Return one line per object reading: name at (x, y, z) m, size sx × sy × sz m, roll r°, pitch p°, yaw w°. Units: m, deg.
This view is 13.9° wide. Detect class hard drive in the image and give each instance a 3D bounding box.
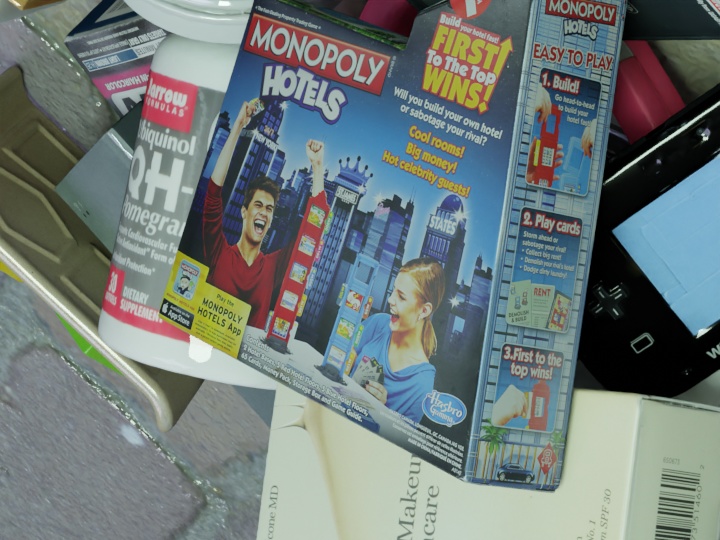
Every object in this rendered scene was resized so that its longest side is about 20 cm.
hard drive at (-0.071, 0.009, 1.545) m, size 0.200 × 0.033 × 0.140 m, roll 48°, pitch 160°, yaw -4°

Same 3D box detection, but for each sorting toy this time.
sorting toy at (-0.155, -0.011, 1.619) m, size 0.036 × 0.185 × 0.200 m, roll -40°, pitch 96°, yaw 18°

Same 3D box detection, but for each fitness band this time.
fitness band at (0.076, -0.058, 1.338) m, size 0.143 × 0.037 × 0.201 m, roll -37°, pitch 81°, yaw 36°

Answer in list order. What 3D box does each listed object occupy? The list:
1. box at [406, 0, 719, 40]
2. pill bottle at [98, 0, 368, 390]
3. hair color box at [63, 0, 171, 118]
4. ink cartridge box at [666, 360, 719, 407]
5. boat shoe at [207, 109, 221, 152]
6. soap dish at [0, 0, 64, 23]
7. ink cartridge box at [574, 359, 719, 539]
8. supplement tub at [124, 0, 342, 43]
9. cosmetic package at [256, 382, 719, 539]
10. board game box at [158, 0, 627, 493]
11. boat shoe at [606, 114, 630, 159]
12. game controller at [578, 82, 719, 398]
box at (0.066, -0.149, 1.182) m, size 0.158 × 0.046 × 0.200 m, roll 2°, pitch 162°, yaw 29°
pill bottle at (-0.054, -0.052, 1.413) m, size 0.110 × 0.110 × 0.201 m, roll 17°, pitch 98°, yaw 36°
hair color box at (-0.054, -0.065, 1.528) m, size 0.200 × 0.061 × 0.100 m, roll 53°, pitch 149°, yaw -19°
ink cartridge box at (0.231, 0.045, 1.274) m, size 0.199 × 0.116 × 0.068 m, roll 27°, pitch 175°, yaw 25°
boat shoe at (0.000, 0.000, 1.351) m, size 0.070 × 0.071 × 0.200 m, roll 27°, pitch 152°, yaw 50°
soap dish at (-0.183, -0.196, 1.406) m, size 0.157 × 0.081 × 0.200 m, roll 44°, pitch -169°, yaw -1°
ink cartridge box at (0.073, 0.138, 1.346) m, size 0.199 × 0.084 × 0.145 m, roll -25°, pitch 69°, yaw 38°
supplement tub at (-0.055, -0.208, 1.263) m, size 0.144 × 0.145 × 0.200 m, roll 30°, pitch 148°, yaw 19°
cosmetic package at (0.054, 0.098, 1.263) m, size 0.199 × 0.104 × 0.073 m, roll 2°, pitch 174°, yaw 41°
board game box at (0.025, -0.039, 1.221) m, size 0.062 × 0.201 × 0.200 m, roll 10°, pitch -168°, yaw -46°
boat shoe at (0.156, 0.003, 1.367) m, size 0.200 × 0.066 × 0.070 m, roll 44°, pitch 150°, yaw -4°
game controller at (0.165, -0.028, 1.234) m, size 0.200 × 0.042 × 0.104 m, roll -35°, pitch 103°, yaw 14°
